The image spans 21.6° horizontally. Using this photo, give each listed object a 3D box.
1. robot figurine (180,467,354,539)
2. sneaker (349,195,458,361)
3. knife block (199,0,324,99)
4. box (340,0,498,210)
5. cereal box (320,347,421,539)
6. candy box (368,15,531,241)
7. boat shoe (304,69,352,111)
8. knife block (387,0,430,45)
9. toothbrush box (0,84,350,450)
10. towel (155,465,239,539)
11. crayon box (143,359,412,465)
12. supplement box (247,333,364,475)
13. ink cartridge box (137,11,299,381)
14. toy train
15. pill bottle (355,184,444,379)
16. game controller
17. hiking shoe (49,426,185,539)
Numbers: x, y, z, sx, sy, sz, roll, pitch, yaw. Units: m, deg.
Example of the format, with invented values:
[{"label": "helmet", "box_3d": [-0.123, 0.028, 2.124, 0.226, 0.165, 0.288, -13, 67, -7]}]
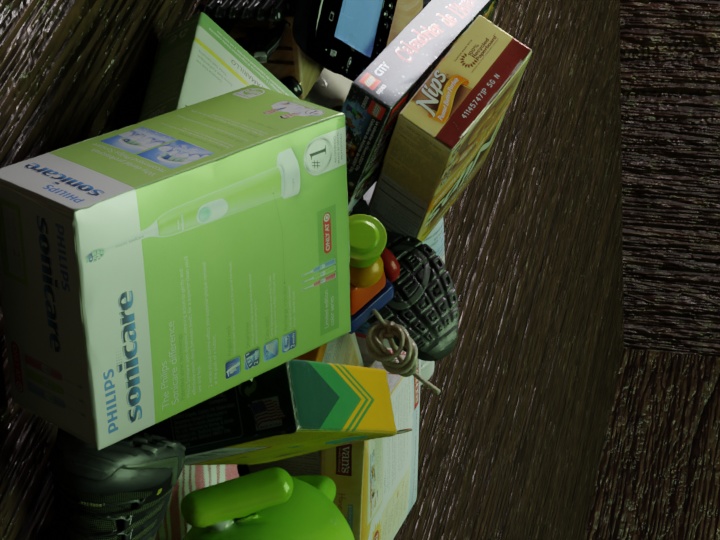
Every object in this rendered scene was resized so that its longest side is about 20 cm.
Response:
[{"label": "robot figurine", "box_3d": [-0.075, 0.217, 1.294, 0.200, 0.115, 0.176, -51, 134, -58]}, {"label": "sneaker", "box_3d": [0.008, 0.003, 1.534, 0.076, 0.200, 0.091, -30, 154, -22]}, {"label": "knife block", "box_3d": [-0.065, -0.160, 1.400, 0.200, 0.064, 0.176, 48, 49, -71]}, {"label": "box", "box_3d": [0.037, -0.146, 1.515, 0.200, 0.038, 0.137, -50, 171, -41]}, {"label": "cereal box", "box_3d": [0.010, 0.162, 1.553, 0.200, 0.039, 0.144, -48, 141, -69]}, {"label": "candy box", "box_3d": [0.067, -0.105, 1.518, 0.115, 0.055, 0.200, -51, 171, -23]}, {"label": "boat shoe", "box_3d": [-0.047, -0.129, 1.492, 0.063, 0.071, 0.200, -45, -175, 24]}, {"label": "knife block", "box_3d": [0.017, -0.225, 1.666, 0.200, 0.064, 0.176, 76, 23, -51]}, {"label": "toothbrush box", "box_3d": [-0.104, -0.008, 1.090, 0.200, 0.086, 0.146, -25, 124, -40]}, {"label": "towel", "box_3d": [-0.123, 0.174, 1.360, 0.200, 0.030, 0.147, -55, 146, -62]}, {"label": "crayon box", "box_3d": [-0.060, 0.101, 1.312, 0.200, 0.127, 0.051, 14, 64, -66]}, {"label": "supplement box", "box_3d": [-0.048, 0.107, 1.538, 0.200, 0.073, 0.126, 76, 24, -52]}, {"label": "ink cartridge box", "box_3d": [-0.086, -0.050, 1.220, 0.145, 0.048, 0.200, 41, 39, -31]}, {"label": "toy train", "box_3d": [0.000, 0.000, 1.413, 0.085, 0.200, 0.116, -41, 166, -22]}, {"label": "pill bottle", "box_3d": [0.024, 0.005, 1.713, 0.109, 0.109, 0.200, -61, 153, -57]}, {"label": "game controller", "box_3d": [-0.006, -0.198, 1.403, 0.200, 0.042, 0.105, 7, 88, -75]}, {"label": "hiking shoe", "box_3d": [-0.148, 0.147, 1.130, 0.200, 0.076, 0.101, 77, 26, -78]}]
